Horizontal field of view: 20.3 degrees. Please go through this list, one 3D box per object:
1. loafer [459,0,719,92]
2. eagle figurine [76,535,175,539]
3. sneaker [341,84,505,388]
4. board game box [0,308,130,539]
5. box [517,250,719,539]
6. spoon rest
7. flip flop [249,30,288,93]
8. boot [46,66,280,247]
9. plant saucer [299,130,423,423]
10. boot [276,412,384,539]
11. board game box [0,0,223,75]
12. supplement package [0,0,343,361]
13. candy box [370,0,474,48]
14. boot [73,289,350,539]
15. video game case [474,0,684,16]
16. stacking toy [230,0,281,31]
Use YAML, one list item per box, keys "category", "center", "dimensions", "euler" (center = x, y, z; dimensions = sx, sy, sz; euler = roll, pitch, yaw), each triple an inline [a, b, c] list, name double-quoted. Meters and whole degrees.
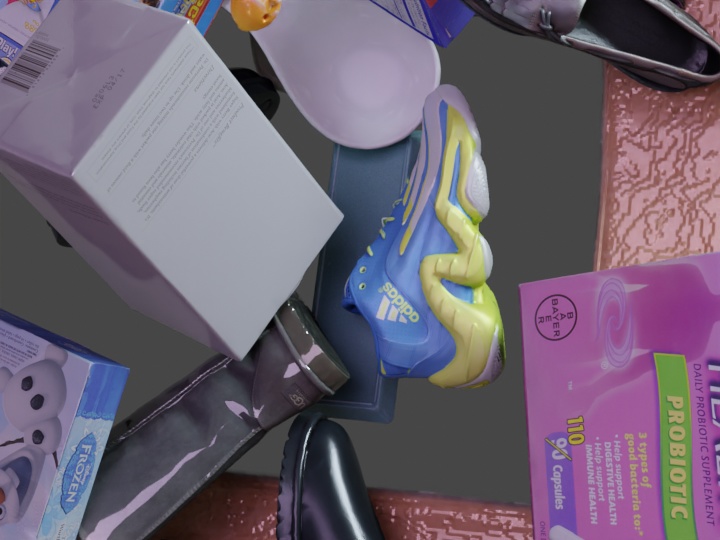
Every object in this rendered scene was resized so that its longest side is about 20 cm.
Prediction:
- category: "loafer"
  center: [0.144, -0.167, 1.254]
  dimensions: [0.198, 0.063, 0.072]
  euler: [21, 93, -20]
- category: "eagle figurine"
  center: [-0.148, 0.245, 1.308]
  dimensions: [0.198, 0.151, 0.153]
  euler: [7, 70, 33]
- category: "sneaker"
  center: [0.034, -0.021, 1.309]
  dimensions: [0.104, 0.076, 0.202]
  euler: [-7, 76, 3]
- category: "board game box"
  center: [-0.258, 0.122, 1.284]
  dimensions: [0.199, 0.043, 0.201]
  euler: [21, 94, 34]
- category: "box"
  center: [0.205, 0.088, 1.202]
  dimensions: [0.198, 0.096, 0.178]
  euler: [-9, 75, 28]
- category: "spoon rest"
  center: [-0.039, -0.158, 1.354]
  dimensions: [0.199, 0.061, 0.100]
  euler: [31, 91, 6]
- category: "flip flop"
  center: [-0.063, -0.223, 1.411]
  dimensions: [0.080, 0.058, 0.202]
  euler: [-13, 74, 18]
- category: "boot"
  center: [-0.172, -0.136, 1.423]
  dimensions: [0.199, 0.076, 0.169]
  euler: [-32, 72, 18]
- category: "plant saucer"
  center: [0.000, 0.000, 1.360]
  dimensions: [0.069, 0.019, 0.202]
  euler: [4, 80, 22]
- category: "boot"
  center: [0.032, 0.188, 1.268]
  dimensions: [0.166, 0.077, 0.202]
  euler: [-2, 68, 13]
- category: "board game box"
  center: [-0.190, -0.192, 1.356]
  dimensions: [0.199, 0.056, 0.197]
  euler: [32, 94, 34]
- category: "supplement package"
  center: [-0.125, -0.059, 1.245]
  dimensions: [0.119, 0.200, 0.122]
  euler: [21, 68, 42]
- category: "candy box"
  center: [0.027, -0.273, 1.330]
  dimensions: [0.199, 0.077, 0.170]
  euler: [35, 82, 24]
- category: "boot"
  center: [-0.116, 0.085, 1.317]
  dimensions: [0.200, 0.073, 0.182]
  euler: [-42, 31, 6]
- category: "video game case"
  center: [0.124, -0.263, 1.360]
  dimensions: [0.198, 0.036, 0.183]
  euler: [1, 77, 21]
- category: "stacking toy"
  center: [-0.023, -0.237, 1.248]
  dimensions: [0.109, 0.116, 0.201]
  euler: [36, 98, 31]
